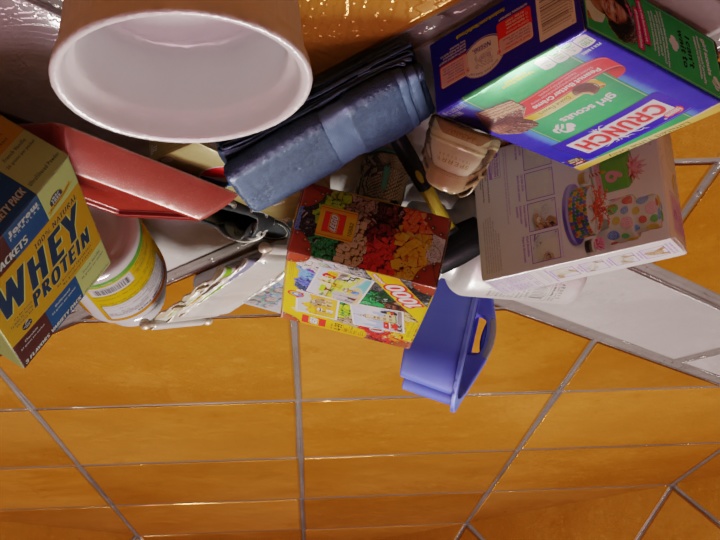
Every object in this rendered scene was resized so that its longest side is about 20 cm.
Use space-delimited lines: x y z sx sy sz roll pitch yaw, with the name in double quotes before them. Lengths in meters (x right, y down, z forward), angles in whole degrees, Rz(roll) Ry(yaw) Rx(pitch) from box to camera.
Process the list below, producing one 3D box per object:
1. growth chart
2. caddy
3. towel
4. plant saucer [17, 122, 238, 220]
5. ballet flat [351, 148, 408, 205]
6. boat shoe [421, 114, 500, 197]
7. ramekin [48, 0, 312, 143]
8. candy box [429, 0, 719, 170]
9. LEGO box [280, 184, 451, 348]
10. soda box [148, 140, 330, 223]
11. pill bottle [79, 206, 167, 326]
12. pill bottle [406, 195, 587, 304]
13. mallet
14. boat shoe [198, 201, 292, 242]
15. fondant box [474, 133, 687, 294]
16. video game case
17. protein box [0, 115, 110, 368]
"growth chart" -0.152 0.020 1.443 0.200 0.018 0.145 -32 163 20
"caddy" 0.119 0.078 1.561 0.105 0.201 0.141 12 163 8
"towel" -0.031 -0.129 1.113 0.199 0.049 0.112 -29 158 0
"plant saucer" -0.251 -0.089 1.178 0.200 0.037 0.199 21 170 -39
"ballet flat" 0.013 -0.059 1.340 0.068 0.076 0.200 12 159 -1
"boat shoe" 0.086 -0.106 1.154 0.071 0.065 0.200 21 -172 8
"ramekin" -0.138 -0.187 0.958 0.199 0.098 0.201 -3 159 -1
"candy box" 0.190 -0.170 1.072 0.199 0.077 0.169 14 153 -39
"LEGO box" 0.000 0.000 1.256 0.148 0.077 0.200 14 159 0
"soda box" -0.113 -0.111 1.199 0.064 0.068 0.200 -18 154 33
"pill bottle" -0.282 -0.006 1.394 0.111 0.112 0.200 -4 159 3
"pill bottle" 0.148 -0.026 1.389 0.199 0.115 0.114 5 158 -13
"mallet" 0.061 -0.074 1.260 0.066 0.041 0.200 -36 126 8
"boat shoe" -0.135 -0.061 1.337 0.075 0.061 0.200 -16 156 29
"fondant box" 0.217 -0.068 1.245 0.199 0.145 0.058 -14 156 28
"video game case" -0.083 0.014 1.594 0.182 0.024 0.200 -21 153 40
"protein box" -0.356 -0.049 1.099 0.198 0.135 0.200 30 158 14
